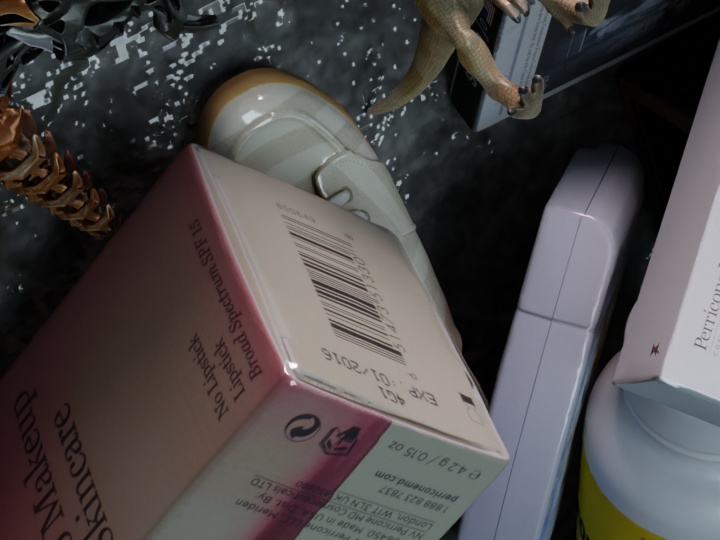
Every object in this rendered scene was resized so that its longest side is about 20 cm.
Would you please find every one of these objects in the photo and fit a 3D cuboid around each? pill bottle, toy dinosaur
[{"bbox_3d":[0.151,0.092,0.979,0.111,0.111,0.201,-27,144,-20],"label":"pill bottle"},{"bbox_3d":[-0.128,-0.097,0.762,0.135,0.102,0.200,-27,146,-2],"label":"toy dinosaur"},{"bbox_3d":[0.036,-0.105,0.808,0.058,0.101,0.200,-45,155,-14],"label":"toy dinosaur"}]

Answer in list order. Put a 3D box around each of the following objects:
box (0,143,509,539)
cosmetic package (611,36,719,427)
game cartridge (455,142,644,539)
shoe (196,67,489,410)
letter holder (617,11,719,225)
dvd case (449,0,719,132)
[{"bbox_3d":[-0.063,0.078,0.816,0.109,0.128,0.200,23,118,-38],"label":"box"},{"bbox_3d":[0.199,-0.024,0.872,0.150,0.052,0.201,22,79,-16],"label":"cosmetic package"},{"bbox_3d":[0.076,0.057,0.942,0.041,0.133,0.201,15,110,5],"label":"game cartridge"},{"bbox_3d":[0.000,0.000,0.901,0.070,0.053,0.200,-40,129,-10],"label":"shoe"},{"bbox_3d":[0.233,-0.065,0.996,0.199,0.100,0.143,-33,129,-15],"label":"letter holder"},{"bbox_3d":[0.131,-0.141,0.887,0.199,0.025,0.151,-27,158,-18],"label":"dvd case"}]
